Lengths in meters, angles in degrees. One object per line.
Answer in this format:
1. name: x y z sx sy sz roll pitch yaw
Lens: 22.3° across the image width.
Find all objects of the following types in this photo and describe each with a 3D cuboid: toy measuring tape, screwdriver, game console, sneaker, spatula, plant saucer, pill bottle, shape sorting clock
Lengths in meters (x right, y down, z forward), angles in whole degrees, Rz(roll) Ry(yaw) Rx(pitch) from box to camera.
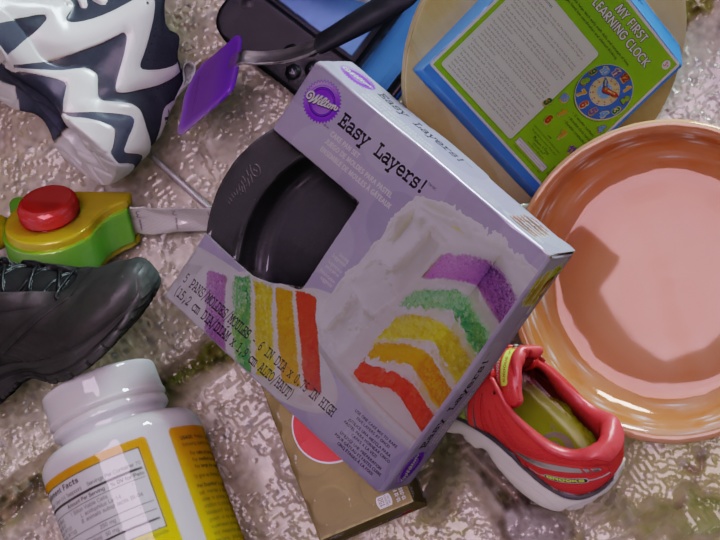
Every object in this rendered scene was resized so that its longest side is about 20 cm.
1. toy measuring tape: -0.168 -0.018 1.217 0.199 0.074 0.074 2 82 15
2. screwdriver: -0.155 -0.089 1.251 0.200 0.029 0.028 42 91 15
3. game console: 0.010 -0.202 1.188 0.170 0.118 0.200 38 90 14
4. sneaker: -0.216 0.028 1.178 0.199 0.076 0.091 -24 109 30
5. spatula: -0.043 -0.143 1.166 0.199 0.021 0.057 -19 47 29
6. plant saucer: 0.194 0.007 1.146 0.199 0.037 0.202 0 91 12
7. pill bottle: -0.135 0.163 1.165 0.109 0.109 0.201 -23 77 7
8. sneaker: -0.194 -0.168 1.219 0.199 0.080 0.130 41 64 0
9. sneaker: 0.080 0.063 1.124 0.199 0.085 0.077 33 57 8
10. shape sorting clock: 0.115 -0.135 1.135 0.200 0.200 0.039 -40 36 3

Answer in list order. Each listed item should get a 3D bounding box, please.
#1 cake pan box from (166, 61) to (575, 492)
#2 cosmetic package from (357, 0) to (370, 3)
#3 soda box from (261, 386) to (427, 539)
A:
1. cake pan box: 0.000 0.000 1.096 0.200 0.052 0.185 42 108 18
2. cosmetic package: -0.002 -0.283 1.175 0.107 0.085 0.201 23 80 46
3. soda box: -0.026 0.070 1.180 0.067 0.064 0.201 -23 77 7
